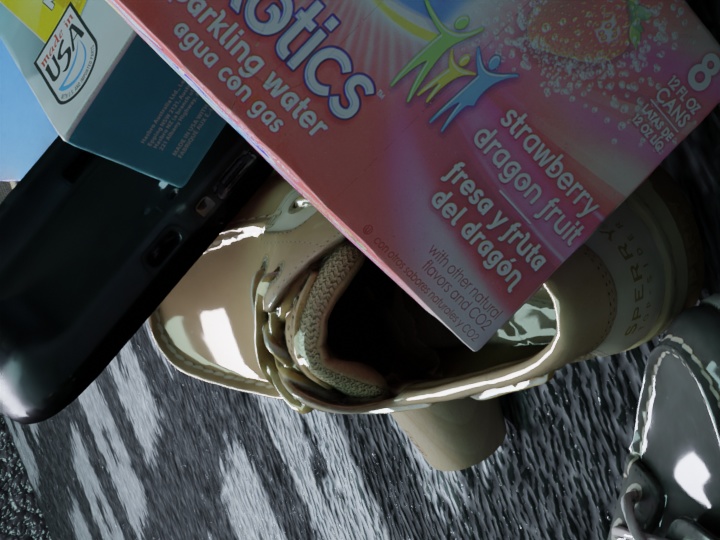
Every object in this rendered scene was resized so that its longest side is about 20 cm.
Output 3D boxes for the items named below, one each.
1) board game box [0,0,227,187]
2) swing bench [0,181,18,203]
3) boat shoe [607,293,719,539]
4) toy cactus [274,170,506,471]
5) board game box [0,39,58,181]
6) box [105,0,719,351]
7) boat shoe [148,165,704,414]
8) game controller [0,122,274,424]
[{"bbox_3d":[-0.066,-0.144,0.681,0.151,0.047,0.200,-54,43,17],"label":"board game box"},{"bbox_3d":[-0.220,-0.049,1.248,0.199,0.129,0.200,68,-166,11],"label":"swing bench"},{"bbox_3d":[0.094,0.102,0.605,0.067,0.057,0.200,-133,26,-56],"label":"boat shoe"},{"bbox_3d":[0.000,0.000,0.765,0.200,0.102,0.165,19,140,58],"label":"toy cactus"},{"bbox_3d":[-0.163,-0.143,1.108,0.158,0.039,0.200,51,122,20],"label":"board game box"},{"bbox_3d":[-0.018,-0.088,0.516,0.200,0.095,0.103,44,180,-33],"label":"box"},{"bbox_3d":[-0.001,0.005,0.634,0.200,0.064,0.071,-11,102,46],"label":"boat shoe"},{"bbox_3d":[-0.054,-0.042,0.699,0.042,0.200,0.104,40,180,-37],"label":"game controller"}]
